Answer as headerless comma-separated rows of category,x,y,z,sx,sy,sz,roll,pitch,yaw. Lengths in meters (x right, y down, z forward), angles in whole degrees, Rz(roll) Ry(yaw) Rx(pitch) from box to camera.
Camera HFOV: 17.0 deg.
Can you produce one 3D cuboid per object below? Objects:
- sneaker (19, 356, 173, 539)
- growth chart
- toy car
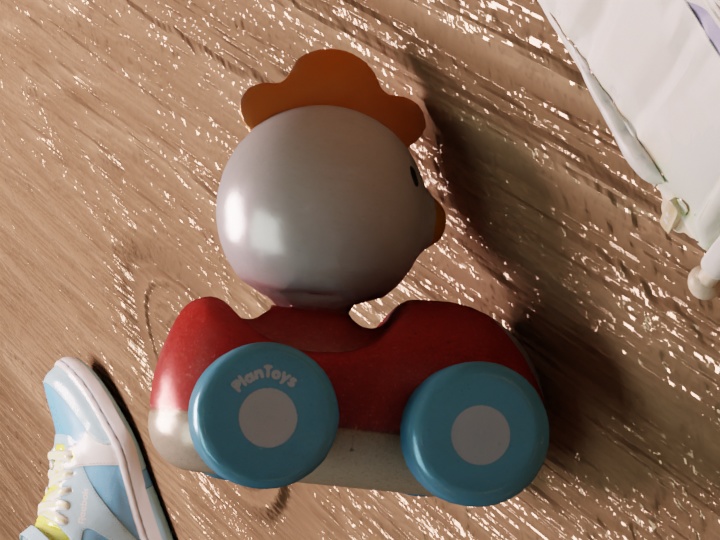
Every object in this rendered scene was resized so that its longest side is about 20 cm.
sneaker,-0.220,0.173,1.763,0.200,0.130,0.080,68,161,-1
growth chart,0.102,-0.098,0.860,0.200,0.018,0.145,63,158,11
toy car,0.000,0.000,1.077,0.184,0.177,0.200,154,122,-82
